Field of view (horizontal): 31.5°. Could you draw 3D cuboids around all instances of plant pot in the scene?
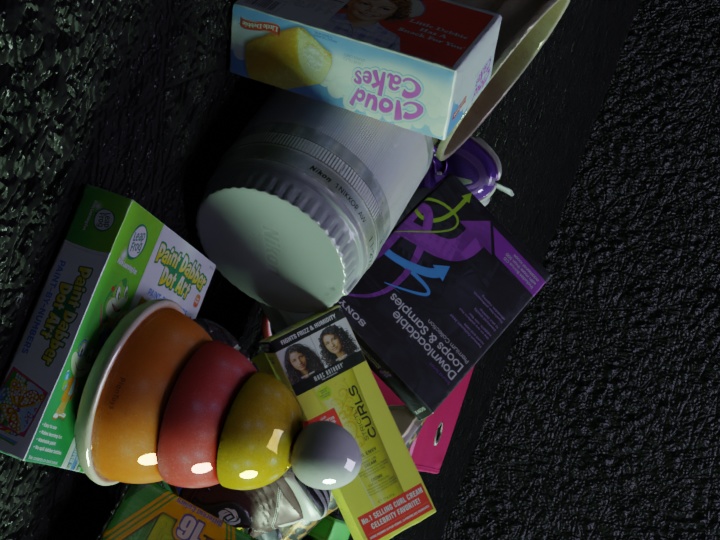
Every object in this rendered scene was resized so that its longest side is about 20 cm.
[{"bbox_3d":[0.069,-0.240,1.211,0.201,0.183,0.200,-50,174,-7],"label":"plant pot"}]

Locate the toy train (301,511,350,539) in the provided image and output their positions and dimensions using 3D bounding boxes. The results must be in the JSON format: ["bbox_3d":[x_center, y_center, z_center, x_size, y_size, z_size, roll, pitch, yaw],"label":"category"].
[{"bbox_3d":[-0.088,0.244,1.294,0.042,0.200,0.057,27,81,-47],"label":"toy train"}]

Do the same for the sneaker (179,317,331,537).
[{"bbox_3d":[-0.121,0.145,1.069,0.115,0.200,0.076,-29,-170,19],"label":"sneaker"}]

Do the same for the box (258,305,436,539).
[{"bbox_3d":[-0.012,0.135,1.113,0.075,0.201,0.050,-25,-176,-14],"label":"box"}]

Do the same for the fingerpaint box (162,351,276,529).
[{"bbox_3d":[-0.094,0.157,1.211,0.200,0.073,0.167,-31,150,-15],"label":"fingerpaint box"}]

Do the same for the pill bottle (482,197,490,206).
[{"bbox_3d":[0.065,-0.152,1.384,0.104,0.104,0.201,-28,101,-68],"label":"pill bottle"}]

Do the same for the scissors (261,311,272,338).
[{"bbox_3d":[-0.098,0.124,1.357,0.073,0.014,0.201,25,82,-34],"label":"scissors"}]

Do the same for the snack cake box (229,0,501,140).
[{"bbox_3d":[0.004,-0.190,1.072,0.115,0.199,0.067,-52,156,-50],"label":"snack cake box"}]

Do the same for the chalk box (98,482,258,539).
[{"bbox_3d":[-0.187,0.295,1.054,0.200,0.124,0.124,-64,-174,-28],"label":"chalk box"}]

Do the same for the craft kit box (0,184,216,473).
[{"bbox_3d":[-0.193,0.057,0.979,0.200,0.048,0.198,49,58,-73],"label":"craft kit box"}]

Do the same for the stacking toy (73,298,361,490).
[{"bbox_3d":[-0.094,0.117,0.936,0.146,0.199,0.147,19,90,-74],"label":"stacking toy"}]

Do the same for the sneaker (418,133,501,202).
[{"bbox_3d":[0.045,-0.121,1.295,0.083,0.199,0.081,-44,158,-71],"label":"sneaker"}]

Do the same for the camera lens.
[{"bbox_3d":[-0.037,-0.082,1.134,0.160,0.159,0.200,91,24,-48],"label":"camera lens"}]

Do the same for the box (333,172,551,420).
[{"bbox_3d":[0.071,0.022,1.203,0.200,0.143,0.036,-46,-177,-27],"label":"box"}]

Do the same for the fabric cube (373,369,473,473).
[{"bbox_3d":[0.019,0.104,1.467,0.196,0.199,0.200,38,71,-73],"label":"fabric cube"}]

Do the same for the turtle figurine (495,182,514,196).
[{"bbox_3d":[0.076,-0.078,1.493,0.144,0.200,0.194,-57,145,2],"label":"turtle figurine"}]

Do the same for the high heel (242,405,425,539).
[{"bbox_3d":[-0.025,0.197,1.209,0.199,0.072,0.143,-28,156,-15],"label":"high heel"}]

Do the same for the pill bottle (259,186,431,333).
[{"bbox_3d":[0.000,0.000,1.278,0.199,0.114,0.115,-29,151,-12],"label":"pill bottle"}]
